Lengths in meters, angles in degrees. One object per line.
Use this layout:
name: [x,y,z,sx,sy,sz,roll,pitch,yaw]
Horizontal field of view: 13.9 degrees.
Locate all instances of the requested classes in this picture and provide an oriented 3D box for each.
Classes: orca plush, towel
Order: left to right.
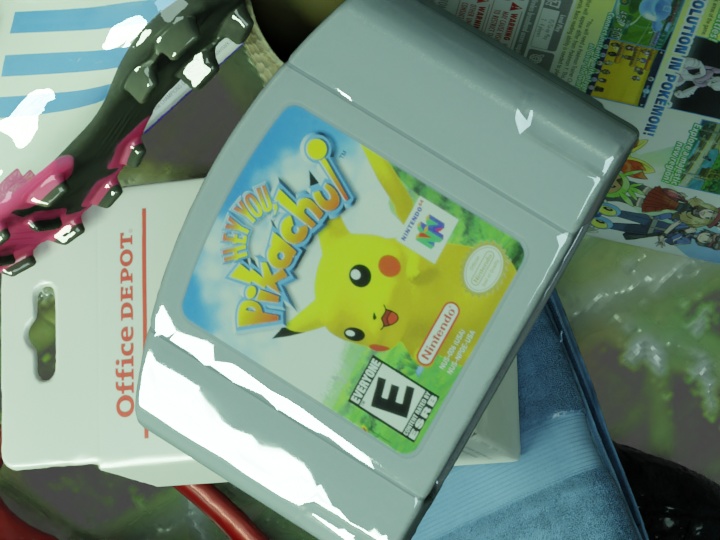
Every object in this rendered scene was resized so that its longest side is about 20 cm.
towel: [0.050,0.084,1.206,0.112,0.049,0.200,-24,70,12]
orca plush: [0.085,0.116,1.255,0.200,0.071,0.105,21,108,-6]

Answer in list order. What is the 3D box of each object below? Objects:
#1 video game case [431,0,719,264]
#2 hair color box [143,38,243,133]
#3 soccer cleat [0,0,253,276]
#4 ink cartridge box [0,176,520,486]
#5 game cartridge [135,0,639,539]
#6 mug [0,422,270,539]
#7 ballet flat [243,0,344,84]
video game case: [0.089,-0.089,1.163,0.182,0.022,0.200,12,138,-4]
hair color box: [-0.114,-0.165,1.167,0.109,0.065,0.200,-40,105,13]
soccer cleat: [-0.118,-0.074,1.141,0.200,0.070,0.086,-44,73,33]
ink cartridge box: [-0.041,0.023,1.190,0.200,0.067,0.116,-5,78,19]
game cartridge: [0.000,0.000,1.100,0.133,0.040,0.200,32,109,13]
mug: [-0.096,0.163,1.245,0.200,0.133,0.178,6,110,-5]
ballet flat: [-0.018,-0.118,1.096,0.067,0.046,0.200,-7,134,3]
